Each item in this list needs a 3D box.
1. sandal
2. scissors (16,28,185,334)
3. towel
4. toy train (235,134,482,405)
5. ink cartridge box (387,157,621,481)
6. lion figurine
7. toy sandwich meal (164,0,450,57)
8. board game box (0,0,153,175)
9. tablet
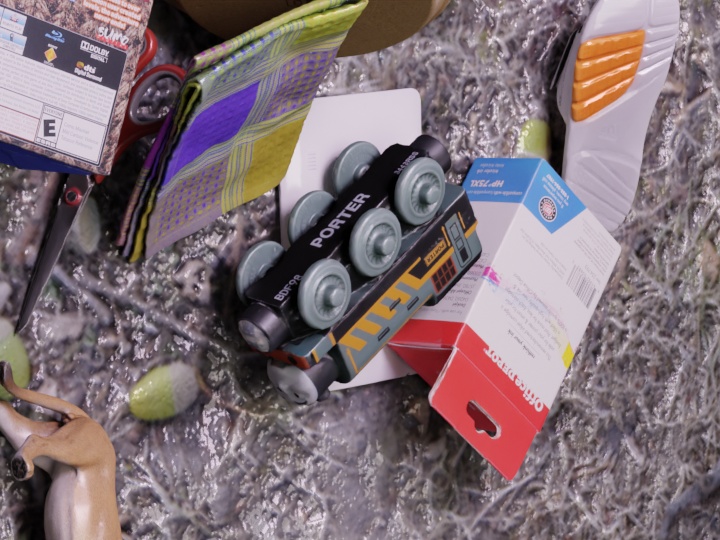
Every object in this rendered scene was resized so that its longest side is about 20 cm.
[{"bbox_3d":[0.172,-0.125,1.891,0.079,0.059,0.207,-1,116,-26],"label":"sandal"},{"bbox_3d":[-0.177,-0.059,1.605,0.200,0.073,0.014,-54,166,2],"label":"scissors"},{"bbox_3d":[-0.075,-0.089,1.610,0.144,0.200,0.023,-29,70,-34],"label":"towel"},{"bbox_3d":[0.000,0.000,1.715,0.200,0.085,0.114,-47,132,-28],"label":"toy train"},{"bbox_3d":[0.095,0.034,1.815,0.116,0.067,0.200,46,61,-38],"label":"ink cartridge box"},{"bbox_3d":[-0.175,0.152,1.598,0.122,0.072,0.200,-3,93,-49],"label":"lion figurine"},{"bbox_3d":[-0.037,-0.197,1.601,0.205,0.205,0.070,25,58,-40],"label":"toy sandwich meal"},{"bbox_3d":[-0.211,-0.172,1.512,0.159,0.097,0.200,20,81,-41],"label":"board game box"},{"bbox_3d":[-0.003,-0.021,1.770,0.130,0.014,0.200,-9,101,-41],"label":"tablet"}]
